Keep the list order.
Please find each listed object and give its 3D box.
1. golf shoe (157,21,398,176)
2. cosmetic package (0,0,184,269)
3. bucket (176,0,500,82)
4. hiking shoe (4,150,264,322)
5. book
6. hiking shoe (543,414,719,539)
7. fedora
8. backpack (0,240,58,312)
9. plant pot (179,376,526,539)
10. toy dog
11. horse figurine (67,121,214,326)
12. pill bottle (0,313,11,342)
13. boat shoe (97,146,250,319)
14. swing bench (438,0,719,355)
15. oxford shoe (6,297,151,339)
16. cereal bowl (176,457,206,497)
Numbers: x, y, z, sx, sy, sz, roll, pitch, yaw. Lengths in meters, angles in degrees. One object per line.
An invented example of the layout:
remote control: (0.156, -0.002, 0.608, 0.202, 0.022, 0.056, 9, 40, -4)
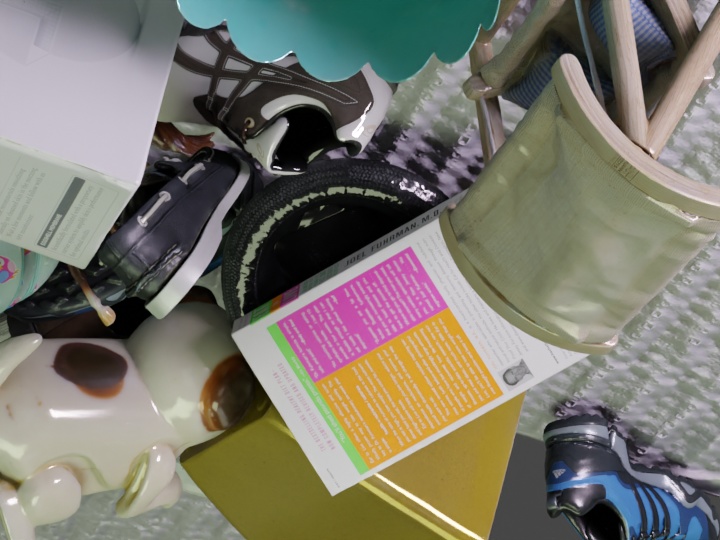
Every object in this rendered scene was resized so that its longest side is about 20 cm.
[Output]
golf shoe: (-0.071, -0.105, 1.633, 0.200, 0.095, 0.078, -6, 147, 33)
cosmetic package: (-0.217, -0.138, 1.524, 0.200, 0.200, 0.123, 20, 150, -13)
bucket: (-0.007, -0.211, 1.381, 0.207, 0.135, 0.207, 10, 151, 6)
hiking shoe: (-0.153, -0.006, 1.785, 0.200, 0.074, 0.087, -22, 152, -4)
book: (0.033, 0.043, 1.704, 0.200, 0.048, 0.134, -28, 108, 13)
hiking shoe: (0.207, 0.193, 2.032, 0.074, 0.087, 0.200, -18, 139, 42)
fedora: (0.000, 0.000, 1.760, 0.200, 0.092, 0.201, 0, 116, -1)
backpack: (-0.280, -0.064, 1.680, 0.126, 0.200, 0.167, -14, 168, -31)
plant pot: (-0.013, 0.107, 1.881, 0.176, 0.200, 0.200, 30, 146, -20)
toy dog: (-0.171, 0.084, 1.777, 0.200, 0.140, 0.194, -18, 131, -13)
horse figurine: (-0.165, -0.058, 1.670, 0.050, 0.200, 0.133, -27, 107, 32)
pill bottle: (-0.286, -0.005, 1.873, 0.110, 0.111, 0.200, 14, 150, -3)
boat shoe: (-0.117, -0.040, 1.605, 0.060, 0.200, 0.076, 41, 106, -12)
swing bench: (0.135, -0.087, 1.475, 0.130, 0.200, 0.199, 19, 150, -10)
oxford shoe: (-0.172, 0.037, 1.893, 0.084, 0.073, 0.200, -31, 171, 18)
cereal bowl: (-0.114, 0.126, 2.063, 0.200, 0.083, 0.200, 9, 152, 5)
